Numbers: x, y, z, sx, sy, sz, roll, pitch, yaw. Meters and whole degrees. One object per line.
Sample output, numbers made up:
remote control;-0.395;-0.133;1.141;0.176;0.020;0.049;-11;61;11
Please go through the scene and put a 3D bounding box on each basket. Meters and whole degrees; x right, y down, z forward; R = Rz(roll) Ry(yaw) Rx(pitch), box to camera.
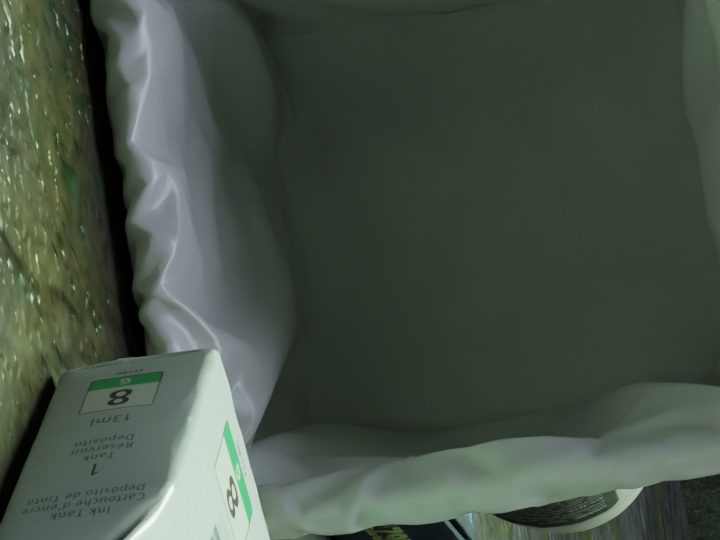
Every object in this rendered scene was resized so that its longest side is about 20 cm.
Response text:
basket;0.035;-0.026;0.769;0.161;0.196;0.202;41;39;-82

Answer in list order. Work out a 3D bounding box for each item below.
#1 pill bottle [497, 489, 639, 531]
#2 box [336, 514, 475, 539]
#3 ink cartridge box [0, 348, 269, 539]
pill bottle;0.082;0.056;1.166;0.200;0.112;0.114;57;25;-69
box;0.000;0.000;0.960;0.158;0.051;0.202;55;27;-67
ink cartridge box;-0.045;0.132;0.565;0.200;0.050;0.162;-83;161;-67
